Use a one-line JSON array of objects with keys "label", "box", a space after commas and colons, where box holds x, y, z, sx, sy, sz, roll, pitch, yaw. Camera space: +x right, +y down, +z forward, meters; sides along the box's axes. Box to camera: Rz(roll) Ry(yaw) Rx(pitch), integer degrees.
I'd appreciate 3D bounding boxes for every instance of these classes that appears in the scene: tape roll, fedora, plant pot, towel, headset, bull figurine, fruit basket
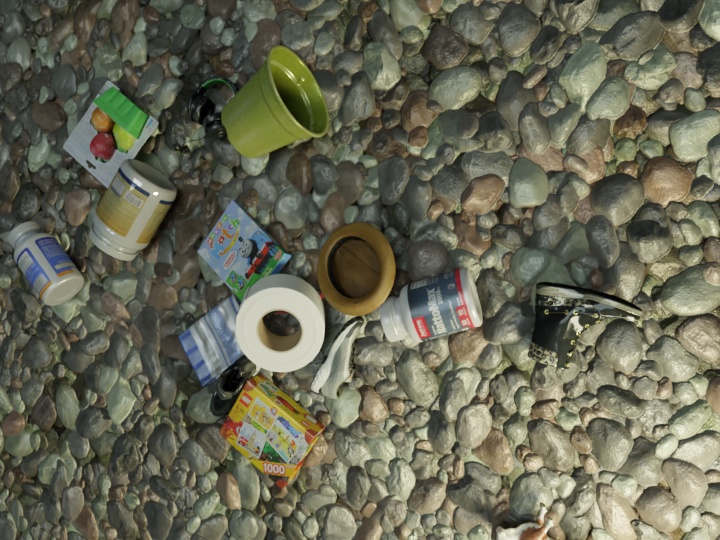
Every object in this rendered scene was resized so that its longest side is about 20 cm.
[{"label": "tape roll", "box": [-0.174, 0.115, 1.314, 0.194, 0.071, 0.209, 0, 113, -1]}, {"label": "fedora", "box": [0.000, 0.000, 1.283, 0.194, 0.081, 0.209, -6, 76, 27]}, {"label": "plant pot", "box": [-0.196, -0.342, 1.301, 0.180, 0.199, 0.206, -24, 85, 27]}, {"label": "towel", "box": [-0.337, 0.169, 1.436, 0.197, 0.024, 0.150, -33, 81, 16]}, {"label": "headset", "box": [-0.358, -0.354, 1.388, 0.123, 0.094, 0.201, 42, 103, 12]}, {"label": "bull figurine", "box": [0.370, 0.552, 1.202, 0.197, 0.065, 0.124, 32, 104, 13]}, {"label": "fruit basket", "box": [-0.604, -0.327, 1.460, 0.183, 0.094, 0.203, 37, 97, 13]}]

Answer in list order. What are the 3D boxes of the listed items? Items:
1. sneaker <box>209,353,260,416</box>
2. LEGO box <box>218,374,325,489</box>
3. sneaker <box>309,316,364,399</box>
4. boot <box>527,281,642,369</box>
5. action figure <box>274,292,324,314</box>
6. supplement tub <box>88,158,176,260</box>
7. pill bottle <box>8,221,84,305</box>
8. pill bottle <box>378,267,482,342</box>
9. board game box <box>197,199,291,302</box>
[{"label": "sneaker", "box": [-0.306, 0.269, 1.384, 0.066, 0.090, 0.201, 42, 113, 9]}, {"label": "LEGO box", "box": [-0.202, 0.365, 1.371, 0.197, 0.077, 0.152, 34, 102, 13]}, {"label": "sneaker", "box": [-0.037, 0.191, 1.323, 0.078, 0.074, 0.204, 28, 106, 5]}, {"label": "boot", "box": [0.428, 0.116, 1.169, 0.197, 0.073, 0.160, 13, 98, 21]}, {"label": "action figure", "box": [-0.173, 0.065, 1.369, 0.193, 0.052, 0.068, -5, 85, 16]}, {"label": "supplement tub", "box": [-0.542, -0.142, 1.426, 0.143, 0.144, 0.202, 38, 102, 12]}, {"label": "pill bottle", "box": [-0.806, -0.022, 1.532, 0.112, 0.112, 0.201, -43, 79, 14]}, {"label": "pill bottle", "box": [0.142, 0.078, 1.232, 0.194, 0.119, 0.124, -18, 87, 17]}, {"label": "board game box", "box": [-0.269, -0.038, 1.379, 0.199, 0.036, 0.153, 42, 100, 24]}]
